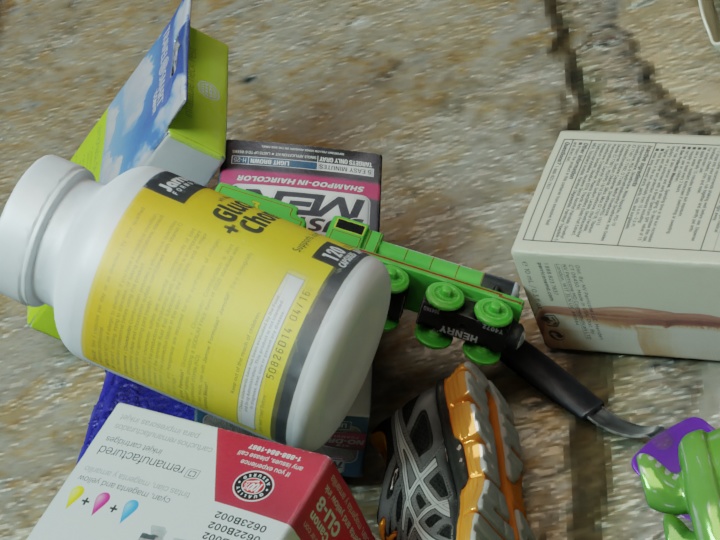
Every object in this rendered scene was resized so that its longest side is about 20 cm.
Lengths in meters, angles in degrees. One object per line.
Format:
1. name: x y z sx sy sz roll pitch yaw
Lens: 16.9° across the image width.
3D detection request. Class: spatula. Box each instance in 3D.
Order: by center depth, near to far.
1. spatula: 0.139 0.082 1.346 0.056 0.021 0.200 -31 40 -25

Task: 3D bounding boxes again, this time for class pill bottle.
1. pill bottle: -0.092 0.011 1.295 0.199 0.112 0.112 23 57 12

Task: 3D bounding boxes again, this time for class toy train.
1. toy train: 0.000 0.000 1.366 0.199 0.042 0.057 18 39 4

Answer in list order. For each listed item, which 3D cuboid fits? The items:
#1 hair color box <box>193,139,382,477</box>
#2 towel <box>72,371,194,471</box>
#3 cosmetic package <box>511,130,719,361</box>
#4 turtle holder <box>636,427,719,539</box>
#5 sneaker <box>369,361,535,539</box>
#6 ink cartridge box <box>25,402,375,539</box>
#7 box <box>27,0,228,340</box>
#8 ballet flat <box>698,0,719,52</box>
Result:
1. hair color box: -0.040 0.019 1.409 0.099 0.061 0.201 5 50 -3
2. towel: -0.095 0.071 1.439 0.147 0.050 0.201 -7 46 19
3. cosmetic package: 0.199 -0.012 1.364 0.199 0.087 0.104 5 49 28
4. turtle holder: 0.216 0.154 1.158 0.131 0.141 0.186 -15 43 8
5. sneaker: 0.048 0.142 1.299 0.077 0.078 0.201 -25 38 19
6. ink cartridge box: -0.097 0.199 1.247 0.145 0.145 0.200 12 55 31
7. box: -0.139 -0.062 1.501 0.200 0.047 0.122 -51 26 32
8. ballet flat: 0.252 -0.153 1.501 0.071 0.069 0.200 -38 38 11
